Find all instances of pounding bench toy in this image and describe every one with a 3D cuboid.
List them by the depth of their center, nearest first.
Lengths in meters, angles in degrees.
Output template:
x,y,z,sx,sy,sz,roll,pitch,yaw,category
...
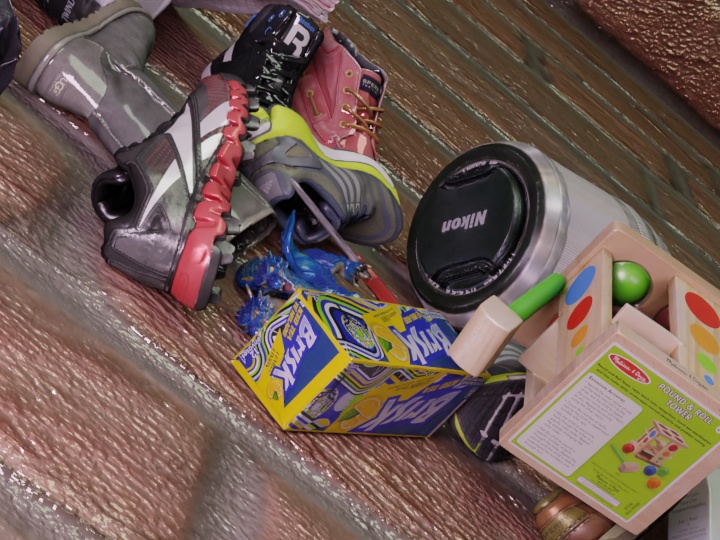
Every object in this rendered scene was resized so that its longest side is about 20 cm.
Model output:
x,y,z,sx,sy,sz,roll,pitch,yaw,category
0.157,0.048,1.409,0.200,0.124,0.156,34,32,-15,pounding bench toy

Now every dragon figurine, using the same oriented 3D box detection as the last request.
x,y,z,sx,sy,sz,roll,pitch,yaw,category
-0.046,0.000,1.413,0.099,0.059,0.200,36,19,-20,dragon figurine

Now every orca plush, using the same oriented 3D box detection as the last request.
x,y,z,sx,sy,sz,roll,pitch,yaw,category
-0.275,-0.175,1.375,0.200,0.071,0.106,-115,-164,-45,orca plush

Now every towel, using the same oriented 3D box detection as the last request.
x,y,z,sx,sy,sz,roll,pitch,yaw,category
-0.147,-0.255,1.718,0.199,0.032,0.191,12,-4,37,towel

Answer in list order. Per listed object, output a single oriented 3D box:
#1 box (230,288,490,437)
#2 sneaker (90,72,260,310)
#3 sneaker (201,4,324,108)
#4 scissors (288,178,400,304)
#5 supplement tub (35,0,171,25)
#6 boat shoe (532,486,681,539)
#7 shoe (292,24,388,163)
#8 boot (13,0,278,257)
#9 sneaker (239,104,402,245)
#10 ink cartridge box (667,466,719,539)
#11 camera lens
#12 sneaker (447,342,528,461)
x,y,z,sx,sy,sz,roll,pitch,yaw,category
0.005,0.065,1.347,0.064,0.070,0.200,52,19,23,box
-0.121,-0.064,1.319,0.097,0.071,0.201,14,45,-6,sneaker
-0.075,-0.156,1.647,0.073,0.112,0.200,32,19,-26,sneaker
0.000,0.000,1.507,0.200,0.014,0.073,49,0,-21,scissors
-0.235,-0.277,1.574,0.200,0.123,0.122,45,17,10,supplement tub
0.183,0.169,1.481,0.068,0.072,0.200,46,17,13,boat shoe
-0.011,-0.129,1.760,0.071,0.091,0.200,25,24,-44,shoe
-0.134,-0.099,1.445,0.200,0.073,0.182,37,30,6,boot
-0.031,-0.051,1.546,0.200,0.074,0.081,26,38,-50,sneaker
0.312,0.179,1.624,0.160,0.047,0.201,28,56,-36,ink cartridge box
0.149,-0.006,1.690,0.200,0.160,0.160,27,22,-42,camera lens
0.100,0.091,1.525,0.081,0.074,0.200,32,10,20,sneaker
